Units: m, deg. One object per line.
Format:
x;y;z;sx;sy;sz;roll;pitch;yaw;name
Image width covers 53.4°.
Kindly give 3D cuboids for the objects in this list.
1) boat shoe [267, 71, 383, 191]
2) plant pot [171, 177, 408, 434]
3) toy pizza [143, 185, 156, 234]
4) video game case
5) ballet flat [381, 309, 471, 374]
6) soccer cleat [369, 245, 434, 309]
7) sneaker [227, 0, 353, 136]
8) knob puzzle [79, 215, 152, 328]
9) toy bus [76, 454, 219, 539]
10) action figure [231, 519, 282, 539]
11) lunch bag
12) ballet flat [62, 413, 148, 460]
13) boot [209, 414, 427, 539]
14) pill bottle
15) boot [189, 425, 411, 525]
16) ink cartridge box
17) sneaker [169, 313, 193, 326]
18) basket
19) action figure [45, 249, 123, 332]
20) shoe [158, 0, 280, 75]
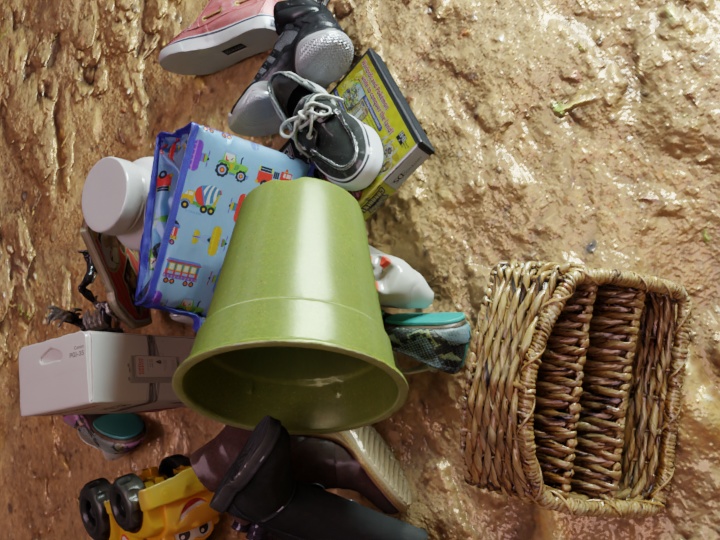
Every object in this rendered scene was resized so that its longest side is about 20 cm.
-0.045;-0.158;0.765;0.074;0.068;0.200;-48;47;20;boat shoe
-0.057;0.024;0.653;0.199;0.200;0.192;-20;53;31;plant pot
-0.158;-0.046;0.824;0.032;0.199;0.202;-6;79;49;toy pizza
-0.017;-0.130;0.801;0.181;0.025;0.201;-44;41;22;video game case
0.024;0.074;0.759;0.199;0.074;0.075;4;85;39;ballet flat
0.000;0.000;0.786;0.200;0.077;0.070;28;88;54;soccer cleat
-0.094;-0.255;0.887;0.199;0.075;0.115;-31;57;32;sneaker
-0.300;-0.013;0.931;0.030;0.220;0.222;-14;72;-3;knob puzzle
-0.231;0.324;0.846;0.199;0.135;0.194;-24;77;45;toy bus
-0.099;0.203;0.825;0.129;0.069;0.202;9;85;42;action figure
-0.146;-0.033;0.758;0.094;0.150;0.202;2;81;52;lunch bag
-0.360;0.224;1.010;0.199;0.069;0.072;17;111;39;ballet flat
-0.027;0.222;0.663;0.165;0.199;0.066;-54;8;52;boot
-0.227;-0.072;0.869;0.112;0.199;0.114;-6;79;35;pill bottle
-0.063;0.214;0.755;0.166;0.072;0.200;-44;89;13;boot
-0.293;0.130;0.886;0.145;0.199;0.084;-15;75;32;ink cartridge box
-0.249;-0.001;0.950;0.200;0.081;0.075;48;112;31;sneaker
0.179;0.096;0.597;0.148;0.142;0.202;9;88;36;basket
-0.384;0.068;1.022;0.118;0.102;0.202;-1;81;23;action figure
-0.188;-0.333;0.964;0.198;0.071;0.092;-9;77;28;shoe
